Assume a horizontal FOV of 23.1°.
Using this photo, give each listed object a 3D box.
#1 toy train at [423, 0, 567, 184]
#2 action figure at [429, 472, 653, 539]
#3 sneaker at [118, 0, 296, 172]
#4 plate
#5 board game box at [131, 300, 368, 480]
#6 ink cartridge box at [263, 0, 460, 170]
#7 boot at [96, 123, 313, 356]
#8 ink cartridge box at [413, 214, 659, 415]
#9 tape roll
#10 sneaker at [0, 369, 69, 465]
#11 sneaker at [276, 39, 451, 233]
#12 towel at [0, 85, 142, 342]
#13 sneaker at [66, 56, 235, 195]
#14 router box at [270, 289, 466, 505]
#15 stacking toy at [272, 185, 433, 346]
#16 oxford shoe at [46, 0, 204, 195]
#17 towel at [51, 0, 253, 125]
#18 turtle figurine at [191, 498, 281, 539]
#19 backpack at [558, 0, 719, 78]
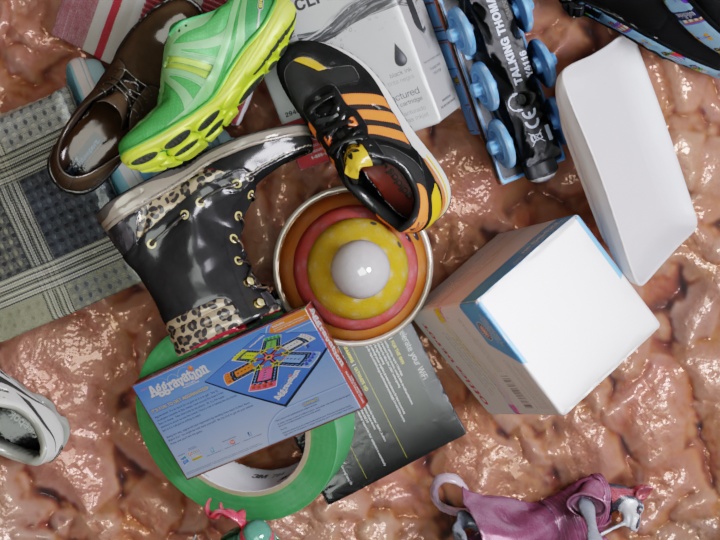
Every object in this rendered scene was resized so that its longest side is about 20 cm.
[{"bbox_3d":[0.125,-0.175,1.590,0.087,0.114,0.200,-23,99,-12],"label":"toy train"},{"bbox_3d":[0.185,0.241,1.679,0.200,0.134,0.149,-25,56,-13],"label":"action figure"},{"bbox_3d":[-0.138,-0.163,1.485,0.084,0.074,0.200,37,76,11],"label":"sneaker"},{"bbox_3d":[0.235,-0.102,1.585,0.032,0.200,0.200,-16,100,30],"label":"plate"},{"bbox_3d":[-0.100,0.109,1.557,0.200,0.019,0.103,-24,102,28],"label":"board game box"},{"bbox_3d":[-0.017,-0.210,1.572,0.144,0.084,0.200,-18,98,19],"label":"ink cartridge box"},{"bbox_3d":[-0.110,-0.029,1.524,0.200,0.073,0.151,-25,85,-12],"label":"boot"},{"bbox_3d":[0.148,0.043,1.591,0.125,0.200,0.129,-41,99,-16],"label":"ink cartridge box"},{"bbox_3d":[-0.105,0.130,1.606,0.200,0.048,0.201,8,113,18],"label":"tape roll"},{"bbox_3d":[-0.359,0.114,1.611,0.200,0.089,0.074,29,96,-6],"label":"sneaker"},{"bbox_3d":[-0.002,-0.115,1.500,0.070,0.090,0.200,-40,91,21],"label":"sneaker"},{"bbox_3d":[-0.308,-0.045,1.595,0.200,0.035,0.193,-21,98,18],"label":"towel"},{"bbox_3d":[-0.178,-0.119,1.604,0.130,0.080,0.200,-26,88,-17],"label":"sneaker"},{"bbox_3d":[-0.010,0.097,1.649,0.149,0.051,0.200,-26,99,-2],"label":"router box"},{"bbox_3d":[0.000,0.000,1.514,0.146,0.200,0.147,0,93,-5],"label":"stacking toy"},{"bbox_3d":[-0.194,-0.150,1.511,0.073,0.084,0.200,33,85,-7],"label":"oxford shoe"},{"bbox_3d":[-0.168,-0.232,1.562,0.200,0.023,0.144,28,113,10],"label":"towel"},{"bbox_3d":[-0.103,0.287,1.611,0.149,0.200,0.101,19,52,7],"label":"turtle figurine"},{"bbox_3d":[0.309,-0.257,1.565,0.200,0.182,0.135,27,78,-21],"label":"backpack"}]
